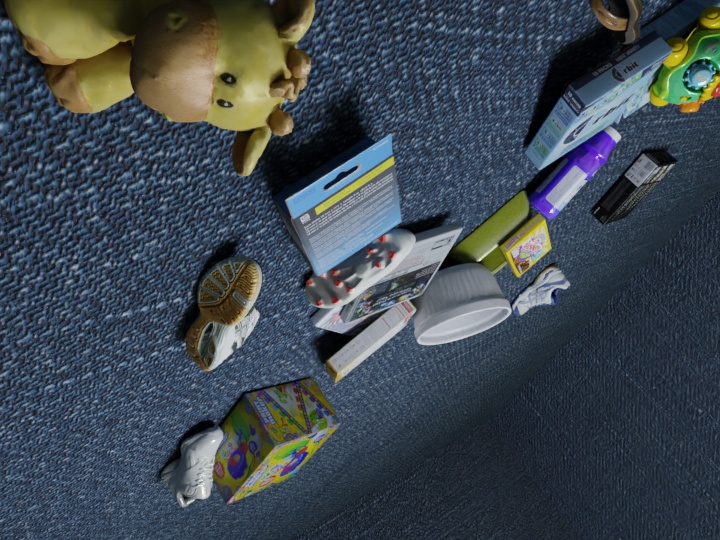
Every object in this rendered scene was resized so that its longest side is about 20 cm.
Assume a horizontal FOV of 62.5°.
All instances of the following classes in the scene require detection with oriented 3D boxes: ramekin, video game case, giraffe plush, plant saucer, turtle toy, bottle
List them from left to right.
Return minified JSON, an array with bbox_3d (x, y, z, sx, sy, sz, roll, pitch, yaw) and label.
[{"bbox_3d":[-0.112,-0.153,0.401,0.199,0.163,0.173,-29,154,-17],"label":"giraffe plush"},{"bbox_3d":[0.024,0.043,1.088,0.200,0.023,0.182,-43,155,10],"label":"video game case"},{"bbox_3d":[0.070,0.004,1.035,0.199,0.023,0.183,-19,148,-38],"label":"video game case"},{"bbox_3d":[0.195,0.067,1.203,0.198,0.106,0.201,-14,159,-5],"label":"ramekin"},{"bbox_3d":[0.292,-0.054,1.249,0.200,0.048,0.200,-41,155,5],"label":"plant saucer"},{"bbox_3d":[0.413,-0.192,1.144,0.200,0.065,0.083,-50,173,14],"label":"bottle"},{"bbox_3d":[0.567,-0.338,0.958,0.199,0.101,0.146,-39,154,2],"label":"turtle toy"}]

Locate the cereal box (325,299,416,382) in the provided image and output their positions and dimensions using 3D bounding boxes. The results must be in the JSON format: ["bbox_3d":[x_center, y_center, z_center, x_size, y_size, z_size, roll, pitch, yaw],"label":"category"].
[{"bbox_3d":[0.018,0.140,1.178,0.199,0.040,0.144,-38,168,-14],"label":"cereal box"}]

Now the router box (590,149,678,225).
[{"bbox_3d":[0.699,-0.212,1.516,0.148,0.051,0.201,-15,147,-43],"label":"router box"}]

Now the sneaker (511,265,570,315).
[{"bbox_3d":[0.528,0.079,1.746,0.075,0.088,0.201,-12,146,-46],"label":"sneaker"}]

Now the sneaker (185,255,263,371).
[{"bbox_3d":[-0.171,0.045,0.796,0.087,0.076,0.201,-33,163,-51],"label":"sneaker"}]

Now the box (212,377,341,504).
[{"bbox_3d":[-0.182,0.339,1.200,0.192,0.122,0.201,-2,137,-52],"label":"box"}]

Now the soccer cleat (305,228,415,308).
[{"bbox_3d":[0.000,0.000,0.890,0.199,0.070,0.077,-32,172,31],"label":"soccer cleat"}]

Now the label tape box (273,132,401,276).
[{"bbox_3d":[-0.028,-0.092,0.737,0.143,0.063,0.200,-34,155,-9],"label":"label tape box"}]

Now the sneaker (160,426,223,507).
[{"bbox_3d":[-0.304,0.378,1.131,0.077,0.100,0.201,-7,141,-48],"label":"sneaker"}]

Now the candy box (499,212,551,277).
[{"bbox_3d":[0.351,-0.049,1.248,0.102,0.026,0.200,-44,155,6],"label":"candy box"}]

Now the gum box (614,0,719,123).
[{"bbox_3d":[0.523,-0.371,1.019,0.199,0.045,0.170,-33,155,-8],"label":"gum box"}]

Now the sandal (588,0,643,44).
[{"bbox_3d":[0.329,-0.353,0.779,0.054,0.083,0.200,-22,168,21],"label":"sandal"}]

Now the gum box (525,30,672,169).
[{"bbox_3d":[0.366,-0.260,0.936,0.169,0.045,0.200,-33,167,-12],"label":"gum box"}]
